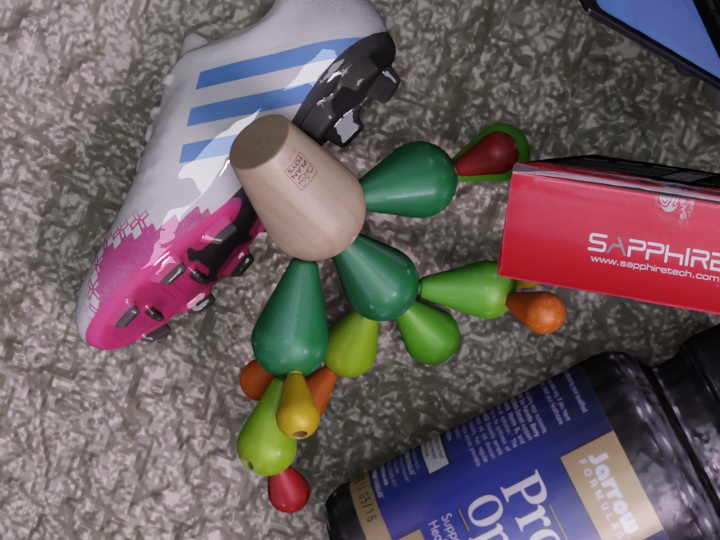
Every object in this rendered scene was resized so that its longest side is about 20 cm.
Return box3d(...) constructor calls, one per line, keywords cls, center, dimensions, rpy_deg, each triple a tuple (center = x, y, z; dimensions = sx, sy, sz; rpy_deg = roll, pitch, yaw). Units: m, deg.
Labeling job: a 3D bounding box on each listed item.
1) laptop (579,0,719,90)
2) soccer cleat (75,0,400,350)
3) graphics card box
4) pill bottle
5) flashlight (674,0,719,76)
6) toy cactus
box3d(cls="laptop", center=(0.162, -0.169, 0.970), dimensions=(0.199, 0.103, 0.178), rpy_deg=(-16, 58, -3))
box3d(cls="soccer cleat", center=(-0.069, -0.054, 1.062), dimensions=(0.200, 0.070, 0.086), rpy_deg=(-47, 70, 6))
box3d(cls="graphics card box", center=(0.137, -0.016, 0.974), dimensions=(0.125, 0.200, 0.051), rpy_deg=(9, 97, 13))
box3d(cls="pill bottle", center=(0.094, 0.105, 1.038), dimensions=(0.200, 0.112, 0.112), rpy_deg=(-28, 93, 4))
box3d(cls="flashlight", center=(0.235, -0.134, 1.042), dimensions=(0.199, 0.068, 0.068), rpy_deg=(-10, 84, -2))
box3d(cls="toy cactus", center=(0.000, 0.000, 1.022), dimensions=(0.200, 0.102, 0.165), rpy_deg=(-45, 131, -4))
